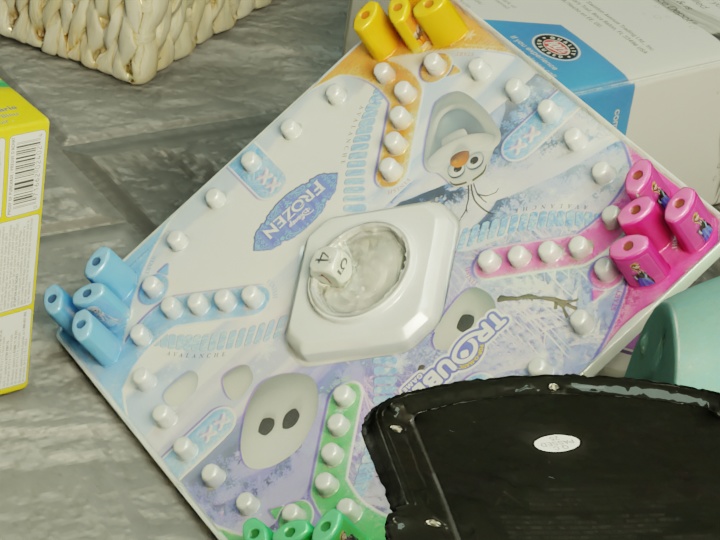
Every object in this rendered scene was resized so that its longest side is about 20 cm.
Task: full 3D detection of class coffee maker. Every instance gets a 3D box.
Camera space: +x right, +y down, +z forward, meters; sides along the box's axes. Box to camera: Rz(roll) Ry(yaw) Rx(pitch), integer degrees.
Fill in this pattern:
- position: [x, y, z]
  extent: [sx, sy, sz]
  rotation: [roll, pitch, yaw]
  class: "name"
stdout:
- position: [0.046, 0.155, 0.636]
  extent: [0.134, 0.201, 0.192]
  rotation: [11, 28, 8]
  class: "coffee maker"

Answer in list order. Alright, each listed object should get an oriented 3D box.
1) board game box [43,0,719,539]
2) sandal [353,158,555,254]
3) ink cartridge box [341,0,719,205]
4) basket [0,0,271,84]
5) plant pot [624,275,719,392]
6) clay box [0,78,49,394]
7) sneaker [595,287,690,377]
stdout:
- position: [0.000, 0.000, 0.934]
  extent: [0.200, 0.026, 0.200]
  rotation: [-42, 44, -3]
  class: "board game box"
- position: [0.028, -0.026, 1.003]
  extent: [0.202, 0.050, 0.082]
  rotation: [-1, -1, 43]
  class: "sandal"
- position: [0.112, -0.093, 1.186]
  extent: [0.199, 0.085, 0.145]
  rotation: [-14, 38, -33]
  class: "ink cartridge box"
- position: [-0.110, -0.218, 1.235]
  extent: [0.160, 0.201, 0.198]
  rotation: [26, 34, 17]
  class: "basket"
- position: [0.153, 0.085, 0.774]
  extent: [0.160, 0.201, 0.201]
  rotation: [10, 30, -3]
  class: "plant pot"
- position: [-0.207, 0.006, 0.904]
  extent: [0.199, 0.115, 0.048]
  rotation: [-13, 36, -34]
  class: "clay box"
- position: [0.106, 0.032, 0.966]
  extent: [0.200, 0.073, 0.114]
  rotation: [19, 36, 36]
  class: "sneaker"
